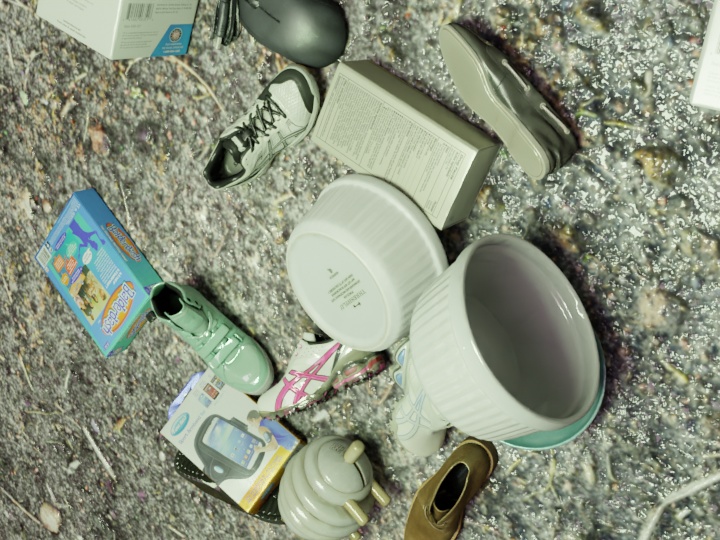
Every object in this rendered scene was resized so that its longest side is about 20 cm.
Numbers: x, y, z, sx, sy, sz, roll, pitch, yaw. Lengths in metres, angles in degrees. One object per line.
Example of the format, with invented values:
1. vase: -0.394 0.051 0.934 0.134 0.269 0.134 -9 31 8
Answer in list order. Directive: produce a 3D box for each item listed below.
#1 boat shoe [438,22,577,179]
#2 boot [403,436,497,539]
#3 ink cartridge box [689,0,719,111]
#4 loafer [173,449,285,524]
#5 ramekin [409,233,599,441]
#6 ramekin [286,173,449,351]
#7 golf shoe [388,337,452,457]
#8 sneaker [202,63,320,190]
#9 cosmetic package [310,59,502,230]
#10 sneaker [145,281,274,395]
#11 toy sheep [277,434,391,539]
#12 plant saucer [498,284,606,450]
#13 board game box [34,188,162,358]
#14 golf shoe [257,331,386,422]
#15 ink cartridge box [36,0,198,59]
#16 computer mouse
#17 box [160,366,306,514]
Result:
1. boat shoe: 0.157 -0.188 1.005 0.202 0.056 0.067 56 159 12
2. boot: 0.095 0.292 1.151 0.073 0.075 0.202 35 120 18
3. ink cartridge box: 0.389 -0.235 0.818 0.143 0.084 0.204 19 114 27
4. loafer: -0.170 0.303 1.335 0.197 0.074 0.072 24 158 18
5. ramekin: 0.141 0.076 0.954 0.105 0.199 0.203 -35 83 43
6. ramekin: 0.000 0.000 1.081 0.200 0.094 0.205 29 138 29
7. golf shoe: 0.086 0.163 1.081 0.097 0.078 0.203 34 148 36
8. sneaker: -0.124 -0.166 1.154 0.076 0.087 0.200 46 126 5
9. cosmetic package: 0.049 -0.147 1.065 0.199 0.073 0.105 36 119 19
10. sneaker: -0.207 0.092 1.257 0.200 0.118 0.074 41 92 18
11. toy sheep: -0.038 0.282 1.201 0.138 0.137 0.201 44 125 15
12. plant saucer: 0.187 0.102 1.064 0.196 0.036 0.205 8 106 30
13. board game box: -0.391 0.005 1.403 0.201 0.045 0.152 52 123 11
14. golf shoe: -0.060 0.128 1.212 0.198 0.072 0.094 -31 80 24
15. ink cartridge box: -0.292 -0.392 1.175 0.143 0.146 0.203 31 117 22
16. computer mouse: -0.107 -0.309 1.135 0.198 0.052 0.141 30 116 23
17. box: -0.185 0.226 1.298 0.199 0.042 0.120 36 84 18
